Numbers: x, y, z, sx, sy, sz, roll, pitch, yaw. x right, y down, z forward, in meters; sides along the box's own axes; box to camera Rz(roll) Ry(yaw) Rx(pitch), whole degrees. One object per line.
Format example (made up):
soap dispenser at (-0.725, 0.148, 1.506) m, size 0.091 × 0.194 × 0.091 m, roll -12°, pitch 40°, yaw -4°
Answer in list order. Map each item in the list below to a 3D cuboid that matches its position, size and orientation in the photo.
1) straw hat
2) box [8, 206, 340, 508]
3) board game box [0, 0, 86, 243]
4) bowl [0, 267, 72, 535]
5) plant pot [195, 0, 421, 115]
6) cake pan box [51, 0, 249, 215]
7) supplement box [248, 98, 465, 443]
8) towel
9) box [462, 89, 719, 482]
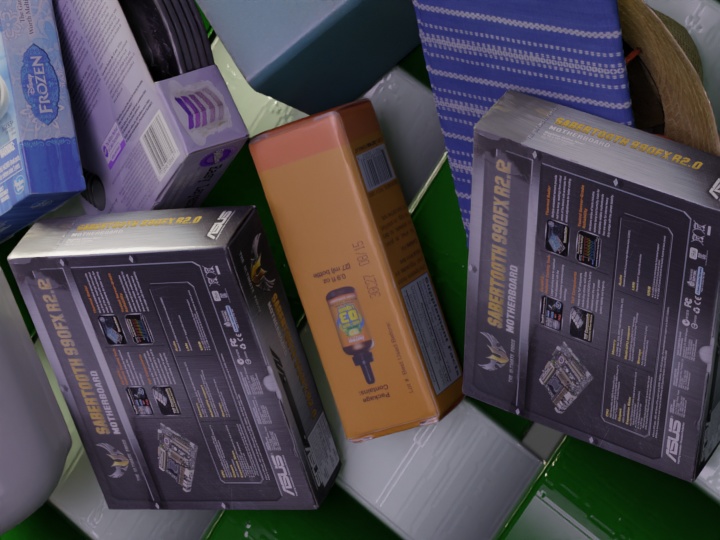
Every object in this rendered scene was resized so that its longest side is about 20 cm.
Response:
straw hat at (0.153, -0.113, 1.205) m, size 0.200 × 0.085 × 0.202 m, roll 30°, pitch 139°, yaw 30°
box at (-0.114, 0.059, 1.291) m, size 0.157 × 0.048 × 0.201 m, roll -3°, pitch 121°, yaw 26°
board game box at (-0.255, -0.126, 1.369) m, size 0.200 × 0.043 × 0.200 m, roll -23°, pitch 76°, yaw 58°
bowl at (-0.252, 0.067, 1.344) m, size 0.074 × 0.200 × 0.201 m, roll -23°, pitch 96°, yaw -14°
plant pot at (-0.001, -0.216, 1.261) m, size 0.200 × 0.141 × 0.142 m, roll -36°, pitch 75°, yaw 12°
cake pan box at (-0.152, -0.121, 1.312) m, size 0.185 × 0.052 × 0.200 m, roll 63°, pitch 152°, yaw 12°
supplement box at (0.000, 0.000, 1.269) m, size 0.066 × 0.069 × 0.201 m, roll -16°, pitch 94°, yaw 24°
towel at (0.104, -0.087, 1.196) m, size 0.144 × 0.024 × 0.201 m, roll 15°, pitch 131°, yaw 39°
box at (0.140, 0.011, 1.181) m, size 0.158 × 0.048 × 0.201 m, roll 20°, pitch 132°, yaw 25°
